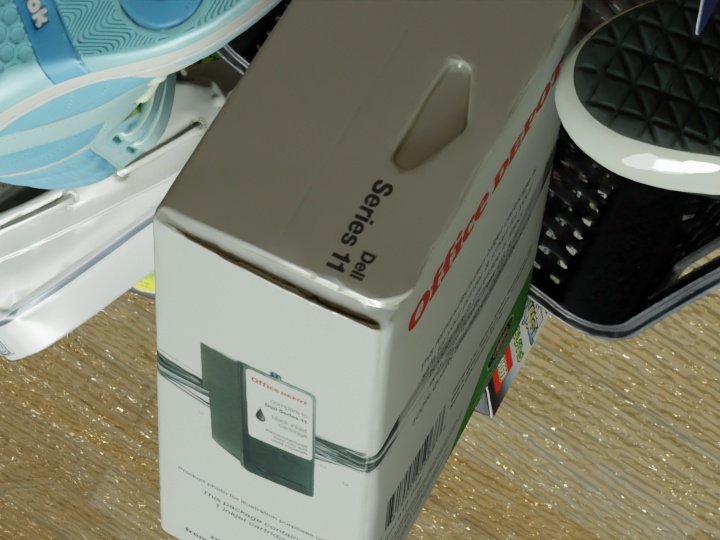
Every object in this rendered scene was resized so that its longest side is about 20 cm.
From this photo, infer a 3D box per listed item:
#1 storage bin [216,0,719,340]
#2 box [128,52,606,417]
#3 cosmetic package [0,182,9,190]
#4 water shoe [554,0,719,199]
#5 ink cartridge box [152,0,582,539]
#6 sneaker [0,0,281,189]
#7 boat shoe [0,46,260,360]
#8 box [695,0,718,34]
[{"bbox_3d":[0.060,-0.082,0.965,0.200,0.094,0.135,38,151,-10],"label":"storage bin"},{"bbox_3d":[-0.013,-0.022,1.108,0.199,0.110,0.035,18,148,22],"label":"box"},{"bbox_3d":[-0.202,-0.094,1.117,0.165,0.168,0.201,24,149,15],"label":"cosmetic package"},{"bbox_3d":[0.158,-0.044,0.871,0.198,0.072,0.079,-4,149,-6],"label":"water shoe"},{"bbox_3d":[0.000,0.000,0.904,0.083,0.147,0.200,24,149,11],"label":"ink cartridge box"},{"bbox_3d":[-0.078,-0.087,0.938,0.199,0.080,0.130,-20,169,24],"label":"sneaker"},{"bbox_3d":[-0.075,-0.050,1.055,0.066,0.200,0.074,53,172,-18],"label":"boat shoe"},{"bbox_3d":[0.135,-0.160,0.747,0.032,0.122,0.200,23,150,13],"label":"box"}]
